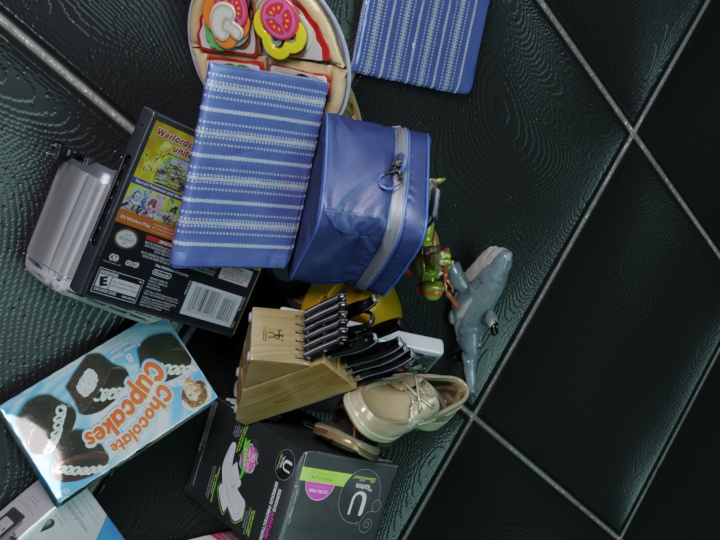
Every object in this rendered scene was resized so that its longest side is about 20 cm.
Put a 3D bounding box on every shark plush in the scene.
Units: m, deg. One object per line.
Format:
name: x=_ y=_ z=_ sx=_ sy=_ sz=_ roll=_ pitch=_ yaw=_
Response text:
shark plush: x=0.156 y=0.064 z=1.452 sx=0.090 sy=0.083 sz=0.204 roll=15 pitch=93 yaw=-41

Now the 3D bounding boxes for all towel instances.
towel: x=0.077 y=-0.304 z=1.317 sx=0.197 sy=0.024 sz=0.148 roll=3 pitch=102 yaw=-38
towel: x=-0.109 y=-0.095 z=1.039 sx=0.143 sy=0.024 sz=0.204 roll=0 pitch=112 yaw=-41

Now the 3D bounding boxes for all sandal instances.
sandal: x=0.001 y=0.172 z=1.212 sx=0.200 sy=0.079 sz=0.055 roll=6 pitch=103 yaw=-74

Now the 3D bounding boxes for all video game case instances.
video game case: x=-0.029 y=0.114 z=1.236 sx=0.196 sy=0.182 sz=0.024 roll=13 pitch=53 yaw=-19
video game case: x=-0.167 y=-0.041 z=1.049 sx=0.198 sy=0.025 sz=0.184 roll=20 pitch=95 yaw=-47

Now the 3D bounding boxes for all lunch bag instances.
lunch bag: x=0.008 y=-0.067 z=1.101 sx=0.130 sy=0.200 sz=0.139 roll=9 pitch=67 yaw=-12

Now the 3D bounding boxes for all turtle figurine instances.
turtle figurine: x=0.084 y=-0.031 z=1.353 sx=0.063 sy=0.200 sz=0.165 roll=-6 pitch=88 yaw=2

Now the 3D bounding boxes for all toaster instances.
toaster: x=-0.248 y=-0.032 z=1.074 sx=0.199 sy=0.113 sz=0.131 roll=26 pitch=89 yaw=-45

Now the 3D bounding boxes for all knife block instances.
knife block: x=-0.040 y=0.099 z=1.137 sx=0.172 sy=0.065 sz=0.201 roll=7 pitch=144 yaw=-10

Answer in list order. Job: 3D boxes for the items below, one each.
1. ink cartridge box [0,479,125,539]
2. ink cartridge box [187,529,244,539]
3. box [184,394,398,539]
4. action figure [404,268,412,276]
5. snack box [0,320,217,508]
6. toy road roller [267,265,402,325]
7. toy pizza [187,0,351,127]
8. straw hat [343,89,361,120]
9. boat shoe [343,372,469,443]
ink cartridge box: x=-0.353 y=0.316 z=1.118 sx=0.200 sy=0.066 sz=0.117 roll=-42 pitch=125 yaw=-23
ink cartridge box: x=-0.210 y=0.402 z=1.248 sx=0.197 sy=0.084 sz=0.148 roll=-3 pitch=104 yaw=-40
box: x=-0.082 y=0.240 z=1.231 sx=0.147 sy=0.199 sz=0.127 roll=16 pitch=93 yaw=-40
action figure: x=-0.015 y=0.068 z=1.323 sx=0.201 sy=0.065 sz=0.052 roll=-50 pitch=141 yaw=-12
snack box: x=-0.263 y=0.142 z=1.121 sx=0.199 sy=0.037 sz=0.117 roll=-33 pitch=84 yaw=-28
toy road roller: x=0.000 y=0.000 z=1.250 sx=0.201 sy=0.145 sz=0.123 roll=-53 pitch=148 yaw=-17
toy pizza: x=-0.100 y=-0.216 z=1.090 sx=0.032 sy=0.197 sz=0.203 roll=-48 pitch=130 yaw=-46
straw hat: x=-0.061 y=-0.197 z=1.191 sx=0.084 sy=0.202 sz=0.203 roll=-17 pitch=121 yaw=10
boat shoe: x=0.054 y=0.143 z=1.183 sx=0.065 sy=0.073 sz=0.198 roll=-39 pitch=155 yaw=26
